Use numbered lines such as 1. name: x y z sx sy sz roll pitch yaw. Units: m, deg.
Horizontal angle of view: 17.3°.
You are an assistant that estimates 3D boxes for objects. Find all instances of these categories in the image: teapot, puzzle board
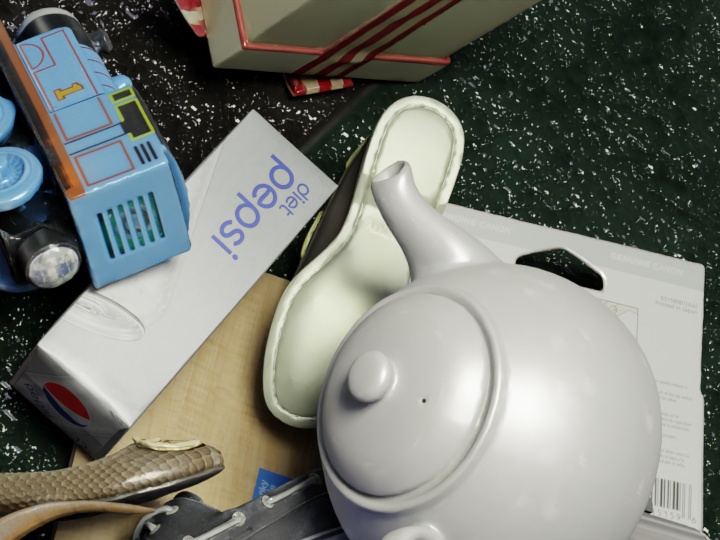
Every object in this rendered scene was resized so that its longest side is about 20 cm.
1. teapot: 0.047 0.081 1.214 0.146 0.200 0.198 27 99 -45
2. puzzle board: -0.082 0.089 1.316 0.150 0.017 0.201 19 63 -16

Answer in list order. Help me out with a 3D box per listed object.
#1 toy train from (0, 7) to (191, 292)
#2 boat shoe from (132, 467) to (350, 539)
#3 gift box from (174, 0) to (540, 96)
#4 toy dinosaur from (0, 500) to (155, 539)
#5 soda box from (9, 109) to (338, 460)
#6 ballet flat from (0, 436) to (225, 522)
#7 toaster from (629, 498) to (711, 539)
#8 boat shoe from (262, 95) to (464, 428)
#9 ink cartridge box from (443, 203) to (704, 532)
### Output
1. toy train: -0.169 -0.070 1.270 0.114 0.087 0.200 -21 46 -11
2. boat shoe: -0.090 0.150 1.236 0.199 0.072 0.068 -16 79 -30
3. gift box: -0.013 -0.219 1.373 0.199 0.186 0.186 6 68 -37
4. toy dinosaur: -0.210 0.157 1.178 0.106 0.060 0.200 38 93 -26
5. soda box: -0.101 0.006 1.295 0.068 0.063 0.200 42 59 -2
6. ballet flat: -0.170 0.108 1.219 0.199 0.067 0.047 -11 80 -2
7. toaster: 0.127 0.218 1.295 0.129 0.114 0.201 10 69 -22
8. boat shoe: 0.000 0.000 1.340 0.071 0.061 0.202 27 77 -6
9. ink cartridge box: 0.106 0.062 1.392 0.199 0.044 0.174 13 63 -17
